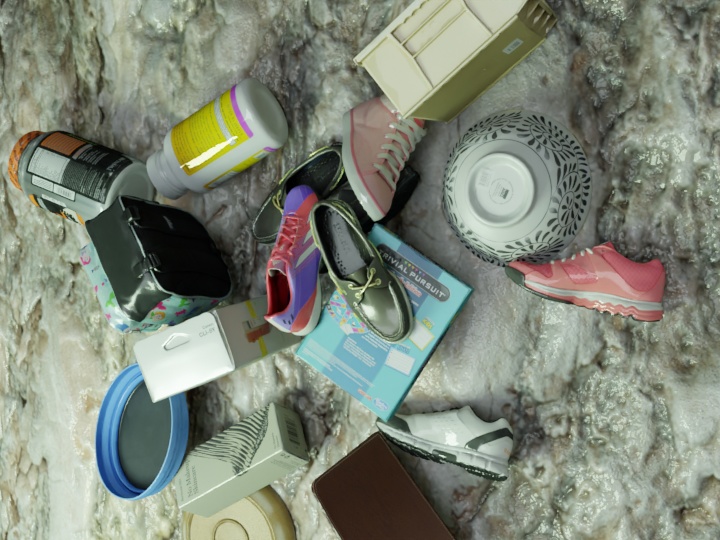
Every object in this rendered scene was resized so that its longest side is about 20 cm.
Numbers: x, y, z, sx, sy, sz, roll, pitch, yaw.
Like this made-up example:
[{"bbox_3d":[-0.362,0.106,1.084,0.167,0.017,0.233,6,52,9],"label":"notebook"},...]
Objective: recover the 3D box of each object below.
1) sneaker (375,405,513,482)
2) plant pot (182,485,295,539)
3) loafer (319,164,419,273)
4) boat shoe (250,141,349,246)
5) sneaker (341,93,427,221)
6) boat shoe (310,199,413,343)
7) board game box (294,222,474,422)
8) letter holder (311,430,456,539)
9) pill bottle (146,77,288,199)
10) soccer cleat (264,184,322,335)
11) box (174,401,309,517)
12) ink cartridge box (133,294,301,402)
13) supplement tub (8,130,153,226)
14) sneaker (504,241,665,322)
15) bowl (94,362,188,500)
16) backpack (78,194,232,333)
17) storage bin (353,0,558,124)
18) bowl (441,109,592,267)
[{"bbox_3d":[0.115,0.217,1.190,0.197,0.074,0.081,12,71,26],"label":"sneaker"},{"bbox_3d":[-0.191,0.406,1.347,0.197,0.027,0.204,2,95,23],"label":"plant pot"},{"bbox_3d":[-0.006,-0.082,1.202,0.199,0.073,0.073,-40,76,19],"label":"loafer"},{"bbox_3d":[-0.087,-0.106,1.235,0.201,0.060,0.072,-40,77,21],"label":"boat shoe"},{"bbox_3d":[0.035,-0.158,1.130,0.103,0.076,0.202,-24,42,18],"label":"sneaker"},{"bbox_3d":[-0.003,0.002,1.101,0.071,0.060,0.204,-32,82,11],"label":"boat shoe"},{"bbox_3d":[0.031,0.066,1.147,0.150,0.047,0.202,34,97,12],"label":"board game box"},{"bbox_3d":[0.016,0.347,1.178,0.201,0.141,0.101,53,141,9],"label":"letter holder"},{"bbox_3d":[-0.206,-0.178,1.255,0.198,0.104,0.106,-28,85,22],"label":"pill bottle"},{"bbox_3d":[-0.087,-0.021,1.147,0.067,0.073,0.204,-10,71,37],"label":"soccer cleat"},{"bbox_3d":[-0.175,0.276,1.287,0.199,0.068,0.083,-33,52,18],"label":"box"},{"bbox_3d":[-0.193,0.102,1.224,0.144,0.199,0.085,-23,87,22],"label":"ink cartridge box"},{"bbox_3d":[-0.422,-0.136,1.338,0.197,0.122,0.124,21,103,20],"label":"supplement tub"},{"bbox_3d":[0.280,0.003,1.101,0.197,0.074,0.088,14,90,13],"label":"sneaker"},{"bbox_3d":[-0.330,0.243,1.342,0.199,0.039,0.204,-14,69,39],"label":"bowl"},{"bbox_3d":[-0.282,-0.004,1.252,0.150,0.199,0.179,-37,72,25],"label":"backpack"},{"bbox_3d":[0.122,-0.274,1.058,0.198,0.200,0.094,-40,82,20],"label":"storage bin"},{"bbox_3d":[0.183,-0.101,1.108,0.197,0.094,0.205,2,95,21],"label":"bowl"}]
